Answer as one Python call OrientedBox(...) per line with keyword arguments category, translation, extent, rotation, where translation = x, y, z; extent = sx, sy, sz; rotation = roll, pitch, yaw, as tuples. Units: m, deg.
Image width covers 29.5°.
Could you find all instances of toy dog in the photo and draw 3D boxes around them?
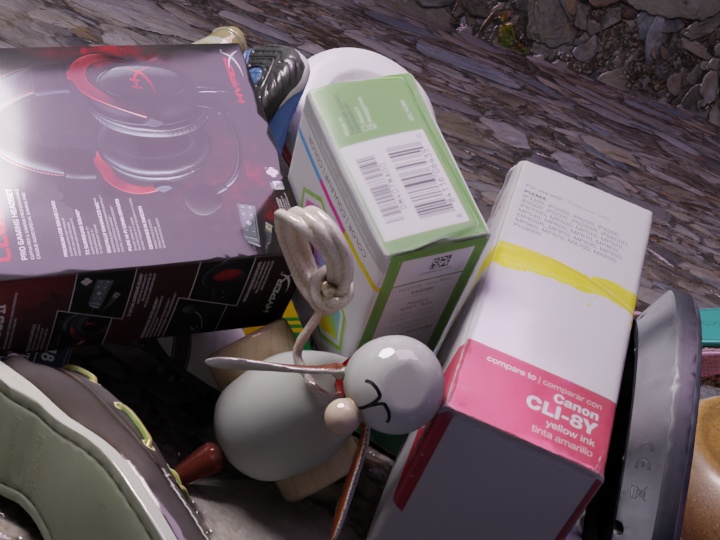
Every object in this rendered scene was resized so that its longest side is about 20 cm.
OrientedBox(category="toy dog", translation=(-0.039, 0.072, 0.664), extent=(0.096, 0.200, 0.132), rotation=(-32, 72, -23))

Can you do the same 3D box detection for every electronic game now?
OrientedBox(category="electronic game", translation=(0.141, 0.109, 0.682), extent=(0.041, 0.201, 0.200), rotation=(11, 16, 6))

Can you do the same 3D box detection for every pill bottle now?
OrientedBox(category="pill bottle", translation=(-0.029, -0.067, 0.992), extent=(0.112, 0.200, 0.113), rotation=(8, 65, -18))

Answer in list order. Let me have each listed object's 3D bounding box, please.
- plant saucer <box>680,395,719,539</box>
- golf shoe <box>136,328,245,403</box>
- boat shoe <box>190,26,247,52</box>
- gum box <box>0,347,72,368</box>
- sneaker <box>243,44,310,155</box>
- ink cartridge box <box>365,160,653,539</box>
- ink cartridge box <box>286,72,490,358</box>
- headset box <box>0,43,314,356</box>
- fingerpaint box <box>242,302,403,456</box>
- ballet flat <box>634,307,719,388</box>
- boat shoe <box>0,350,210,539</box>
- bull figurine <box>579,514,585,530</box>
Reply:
OrientedBox(category="plant saucer", translation=(0.264, 0.130, 0.828), extent=(0.200, 0.036, 0.200), rotation=(13, 27, -7))
OrientedBox(category="golf shoe", translation=(-0.106, -0.006, 0.809), extent=(0.200, 0.094, 0.078), rotation=(49, 9, 3))
OrientedBox(category="boat shoe", translation=(-0.118, -0.095, 0.992), extent=(0.073, 0.201, 0.063), rotation=(35, 59, 12))
OrientedBox(category="gum box", translation=(-0.260, -0.006, 0.771), extent=(0.200, 0.045, 0.170), rotation=(18, 18, -16))
OrientedBox(category="sneaker", translation=(-0.089, -0.056, 0.892), extent=(0.077, 0.200, 0.076), rotation=(24, 15, -40))
OrientedBox(category="ink cartridge box", translation=(0.079, 0.061, 0.715), extent=(0.083, 0.145, 0.200), rotation=(22, 43, 1))
OrientedBox(category="ink cartridge box", translation=(0.000, 0.000, 0.738), extent=(0.059, 0.200, 0.104), rotation=(-13, 61, -20))
OrientedBox(category="headset box", translation=(-0.144, -0.040, 0.718), extent=(0.199, 0.075, 0.149), rotation=(-5, 58, -25))
OrientedBox(category="fingerpaint box", translation=(0.039, 0.051, 0.934), extent=(0.167, 0.074, 0.200), rotation=(30, 18, 21))
OrientedBox(category="ballet flat", translation=(0.175, 0.056, 0.898), extent=(0.199, 0.071, 0.069), rotation=(5, 31, -16))
OrientedBox(category="boat shoe", translation=(-0.112, 0.095, 0.609), extent=(0.060, 0.072, 0.201), rotation=(0, 26, -44))
OrientedBox(category="bull figurine", translation=(0.194, 0.142, 0.879), extent=(0.200, 0.065, 0.121), rotation=(24, 23, 23))
